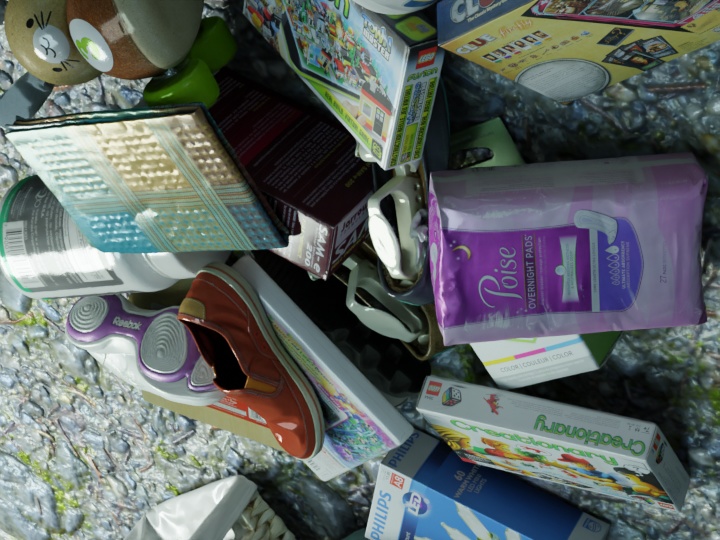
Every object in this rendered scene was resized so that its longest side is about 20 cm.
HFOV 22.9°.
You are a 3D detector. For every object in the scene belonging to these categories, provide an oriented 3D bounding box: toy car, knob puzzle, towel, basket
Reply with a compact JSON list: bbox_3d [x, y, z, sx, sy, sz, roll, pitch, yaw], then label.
[{"bbox_3d":[-0.222,-0.183,1.354,0.199,0.158,0.165,-20,116,18],"label":"toy car"},{"bbox_3d":[-0.129,0.061,1.611,0.218,0.030,0.221,19,133,22],"label":"knob puzzle"},{"bbox_3d":[-0.163,-0.068,1.361,0.199,0.022,0.147,-1,136,36],"label":"towel"},{"bbox_3d":[-0.158,0.301,1.737,0.123,0.136,0.200,48,143,-11],"label":"basket"}]

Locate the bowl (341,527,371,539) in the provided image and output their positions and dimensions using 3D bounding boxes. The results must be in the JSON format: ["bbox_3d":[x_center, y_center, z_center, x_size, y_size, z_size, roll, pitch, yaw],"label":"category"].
[{"bbox_3d":[0.028,0.317,1.655,0.200,0.105,0.202,18,131,21],"label":"bowl"}]

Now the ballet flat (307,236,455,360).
[{"bbox_3d":[0.000,0.000,1.446,0.200,0.072,0.068,44,135,-4],"label":"ballet flat"}]

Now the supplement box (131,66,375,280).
[{"bbox_3d":[-0.078,-0.084,1.399,0.199,0.109,0.061,28,136,18],"label":"supplement box"}]

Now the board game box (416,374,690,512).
[{"bbox_3d":[0.157,0.140,1.438,0.199,0.035,0.126,10,159,28],"label":"board game box"}]

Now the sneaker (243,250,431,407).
[{"bbox_3d":[-0.039,0.048,1.509,0.200,0.074,0.088,47,134,-6],"label":"sneaker"}]

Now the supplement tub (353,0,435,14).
[{"bbox_3d":[0.063,-0.267,1.139,0.199,0.145,0.145,-26,107,43],"label":"supplement tub"}]

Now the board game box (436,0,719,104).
[{"bbox_3d":[0.167,-0.175,1.165,0.135,0.035,0.199,19,152,-41],"label":"board game box"}]

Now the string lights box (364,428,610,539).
[{"bbox_3d":[0.109,0.228,1.562,0.199,0.059,0.103,24,133,16],"label":"string lights box"}]

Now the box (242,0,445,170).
[{"bbox_3d":[-0.015,-0.177,1.279,0.200,0.035,0.111,49,144,34],"label":"box"}]

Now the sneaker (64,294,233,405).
[{"bbox_3d":[-0.170,0.074,1.561,0.199,0.075,0.100,23,164,42],"label":"sneaker"}]

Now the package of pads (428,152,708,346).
[{"bbox_3d":[0.148,-0.017,1.272,0.198,0.076,0.121,-4,115,2],"label":"package of pads"}]

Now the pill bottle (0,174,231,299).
[{"bbox_3d":[-0.211,-0.036,1.532,0.199,0.113,0.114,-4,121,36],"label":"pill bottle"}]

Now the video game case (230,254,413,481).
[{"bbox_3d":[-0.061,0.088,1.511,0.200,0.024,0.182,47,153,-4],"label":"video game case"}]

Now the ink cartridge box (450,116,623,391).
[{"bbox_3d":[0.108,-0.009,1.374,0.103,0.059,0.201,-17,112,43],"label":"ink cartridge box"}]

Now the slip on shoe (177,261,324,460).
[{"bbox_3d":[-0.091,0.085,1.456,0.074,0.061,0.201,11,139,44],"label":"slip on shoe"}]

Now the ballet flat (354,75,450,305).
[{"bbox_3d":[0.031,-0.070,1.322,0.073,0.073,0.202,1,101,34],"label":"ballet flat"}]
